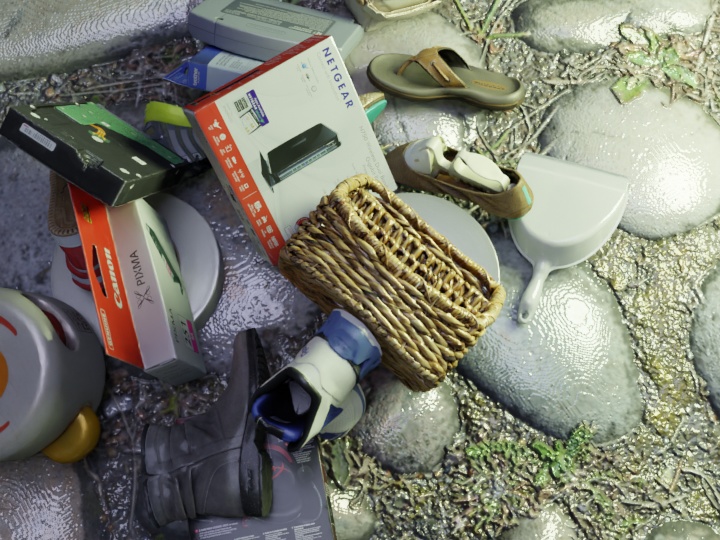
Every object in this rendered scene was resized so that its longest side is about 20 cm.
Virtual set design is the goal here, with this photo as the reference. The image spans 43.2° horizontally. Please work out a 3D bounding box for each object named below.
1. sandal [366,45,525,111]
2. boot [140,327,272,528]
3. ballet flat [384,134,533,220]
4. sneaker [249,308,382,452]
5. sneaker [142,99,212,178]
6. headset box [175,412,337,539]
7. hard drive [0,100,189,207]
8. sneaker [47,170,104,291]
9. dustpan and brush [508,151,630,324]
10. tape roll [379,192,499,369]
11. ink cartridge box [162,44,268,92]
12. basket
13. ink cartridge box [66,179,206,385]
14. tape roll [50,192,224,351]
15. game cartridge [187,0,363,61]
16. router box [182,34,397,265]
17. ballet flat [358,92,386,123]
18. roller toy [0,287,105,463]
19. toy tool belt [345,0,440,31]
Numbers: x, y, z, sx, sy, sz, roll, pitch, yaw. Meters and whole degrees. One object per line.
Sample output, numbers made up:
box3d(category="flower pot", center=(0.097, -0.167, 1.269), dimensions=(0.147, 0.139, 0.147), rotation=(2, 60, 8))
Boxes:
box3d(category="sandal", center=(0.109, -0.246, 1.132), dimensions=(0.200, 0.055, 0.082), rotation=(13, 47, 5))
box3d(category="boot", center=(-0.160, 0.156, 0.926), dimensions=(0.131, 0.070, 0.200), rotation=(-4, 66, 5))
box3d(category="ballet flat", center=(0.110, -0.119, 1.069), dimensions=(0.200, 0.072, 0.068), rotation=(26, 68, 25))
box3d(category="sneaker", center=(-0.054, 0.121, 0.865), dimensions=(0.115, 0.200, 0.081), rotation=(-39, 73, -25))
box3d(category="sneaker", center=(-0.187, -0.147, 1.104), dimensions=(0.200, 0.074, 0.081), rotation=(14, 83, 29))
box3d(category="headset box", center=(-0.110, 0.226, 0.973), dimensions=(0.148, 0.075, 0.200), rotation=(-12, 71, -3))
box3d(category="hard drive", center=(-0.280, -0.130, 0.985), dimensions=(0.140, 0.200, 0.038), rotation=(33, 105, -1))
box3d(category="sneaker", center=(-0.311, -0.060, 1.055), dimensions=(0.071, 0.113, 0.200), rotation=(-10, 40, 1))
box3d(category="dustpan and brush", center=(0.223, -0.032, 1.074), dimensions=(0.139, 0.057, 0.200), rotation=(17, 65, 20))
box3d(category="tape roll", center=(0.057, 0.014, 1.049), dimensions=(0.200, 0.066, 0.201), rotation=(0, 71, 1))
box3d(category="ink cartridge box", center=(-0.130, -0.247, 1.128), dimensions=(0.200, 0.042, 0.119), rotation=(11, 31, 8))
box3d(category="basket", center=(0.038, -0.001, 0.874), dimensions=(0.200, 0.143, 0.149), rotation=(42, 79, 4))
box3d(category="ink cartridge box", center=(-0.233, 0.010, 0.962), dimensions=(0.043, 0.174, 0.200), rotation=(-20, 71, 3))
box3d(category="tape roll", center=(-0.263, 0.002, 1.078), dimensions=(0.202, 0.037, 0.203), rotation=(0, 71, 1))
box3d(category="game cartridge", center=(-0.107, -0.302, 1.145), dimensions=(0.200, 0.042, 0.133), rotation=(16, 38, 7))
box3d(category="router box", center=(-0.076, -0.137, 1.034), dimensions=(0.179, 0.049, 0.200), rotation=(-33, 117, -15))
box3d(category="ballet flat", center=(-0.052, -0.160, 1.111), dimensions=(0.065, 0.071, 0.200), rotation=(40, 75, 10))
box3d(category="roller toy", center=(-0.376, 0.113, 0.982), dimensions=(0.200, 0.140, 0.183), rotation=(2, 83, 11))
box3d(category="toy tool belt", center=(0.067, -0.402, 1.165), dimensions=(0.200, 0.123, 0.125), rotation=(-33, 73, -10))
